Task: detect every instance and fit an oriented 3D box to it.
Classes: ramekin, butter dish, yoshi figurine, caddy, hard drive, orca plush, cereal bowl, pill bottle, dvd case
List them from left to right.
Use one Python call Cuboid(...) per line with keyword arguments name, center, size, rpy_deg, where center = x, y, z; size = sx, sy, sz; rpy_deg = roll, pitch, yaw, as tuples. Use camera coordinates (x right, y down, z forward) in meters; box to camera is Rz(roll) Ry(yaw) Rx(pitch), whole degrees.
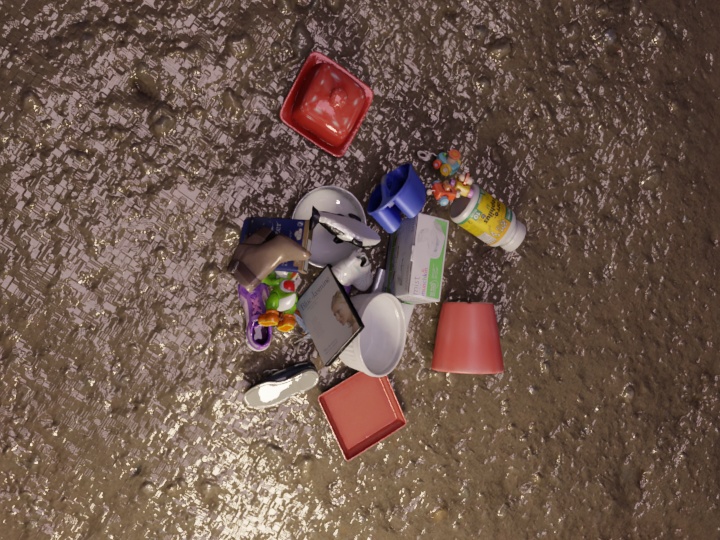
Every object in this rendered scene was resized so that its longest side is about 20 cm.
Cuboid(name="yoshi figurine", center=(-0.202, 0.041, 1.462), size=(0.108, 0.113, 0.206), rpy_deg=(4, 70, 3))
Cuboid(name="cereal bowl", center=(-0.088, -0.111, 1.504), size=(0.194, 0.083, 0.207), rpy_deg=(-2, 97, -18))
Cuboid(name="dvd case", center=(-0.077, 0.105, 1.434), size=(0.017, 0.202, 0.143), rpy_deg=(16, 124, -46))
Cuboid(name="butter dish", center=(-0.068, -0.409, 1.447), size=(0.197, 0.147, 0.203), rpy_deg=(30, 87, -18))
Cuboid(name="orca plush", center=(-0.047, -0.083, 1.439), size=(0.196, 0.107, 0.071), rpy_deg=(7, 135, -41))
Cuboid(name="ramekin", center=(0.019, 0.154, 1.481), size=(0.197, 0.103, 0.208), rpy_deg=(-4, 95, -50))
Cuboid(name="hard drive", center=(0.074, 0.112, 1.608), size=(0.129, 0.025, 0.206), rpy_deg=(19, 89, -19))
Cuboid(name="caddy", center=(0.085, -0.190, 1.496), size=(0.140, 0.202, 0.105), rpy_deg=(-34, 111, 24))
Cuboid(name="pill bottle", center=(0.350, -0.137, 1.625), size=(0.197, 0.112, 0.115), rpy_deg=(31, 86, -18))

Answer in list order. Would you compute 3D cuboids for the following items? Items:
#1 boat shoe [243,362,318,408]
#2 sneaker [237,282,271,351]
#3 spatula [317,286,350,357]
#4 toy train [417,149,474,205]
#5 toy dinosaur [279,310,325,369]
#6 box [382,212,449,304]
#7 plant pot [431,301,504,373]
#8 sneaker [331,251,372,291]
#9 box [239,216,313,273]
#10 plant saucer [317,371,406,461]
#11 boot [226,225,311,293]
Cuboid(name="boat shoe", center=(-0.203, 0.285, 1.517), size=(0.195, 0.062, 0.077), rpy_deg=(-23, 118, -5))
Cuboid(name="sneaker", center=(-0.254, 0.104, 1.471), size=(0.078, 0.088, 0.207), rpy_deg=(-9, 97, -15))
Cuboid(name="spatula", center=(-0.078, 0.129, 1.564), size=(0.055, 0.020, 0.206), rpy_deg=(16, 91, -20))
Cuboid(name="toy train", center=(0.223, -0.252, 1.538), size=(0.146, 0.204, 0.056), rpy_deg=(6, 138, -25))
Cuboid(name="toy dinosaur", center=(-0.121, 0.159, 1.531), size=(0.198, 0.105, 0.184), rpy_deg=(-32, 84, -42))
Cuboid(name="box", center=(0.136, -0.025, 1.517), size=(0.094, 0.176, 0.207), rpy_deg=(11, 80, -19))
Cuboid(name="plant pot", center=(0.287, 0.177, 1.606), size=(0.194, 0.200, 0.184), rpy_deg=(2, 87, -17))
Cuboid(name="sneaker", center=(0.000, 0.000, 1.491), size=(0.080, 0.200, 0.071), rpy_deg=(-42, 74, 12))
Cuboid(name="box", center=(-0.211, -0.063, 1.427), size=(0.194, 0.032, 0.125), rpy_deg=(4, 81, 22))
Cuboid(name="plant saucer", center=(0.004, 0.373, 1.607), size=(0.196, 0.037, 0.205), rpy_deg=(-27, 102, -13))
Cuboid(name="boot", center=(-0.214, -0.015, 1.351), size=(0.148, 0.197, 0.070), rpy_deg=(-55, 137, -12))
